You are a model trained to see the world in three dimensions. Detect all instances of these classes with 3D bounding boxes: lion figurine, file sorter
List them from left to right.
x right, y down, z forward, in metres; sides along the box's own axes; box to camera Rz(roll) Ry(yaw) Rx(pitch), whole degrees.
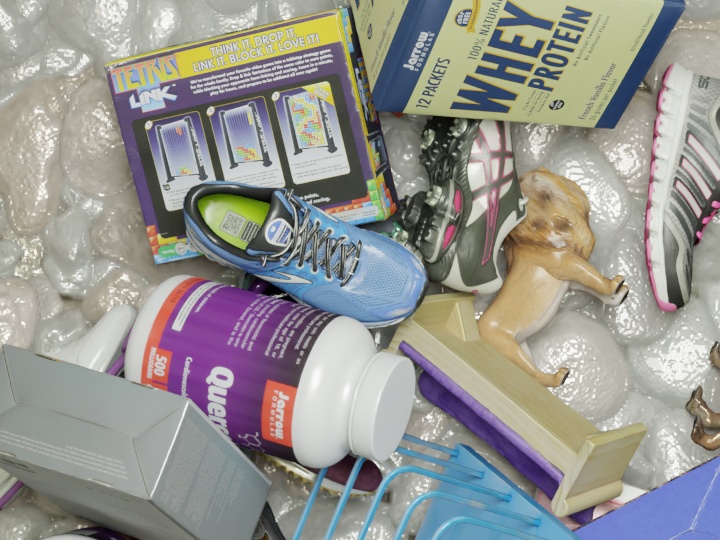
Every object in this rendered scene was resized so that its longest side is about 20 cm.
[{"bbox_3d":[0.048,0.212,1.243,0.122,0.200,0.139,19,97,-27],"label":"file sorter"},{"bbox_3d":[0.135,0.025,1.353,0.122,0.072,0.201,32,92,20],"label":"lion figurine"}]

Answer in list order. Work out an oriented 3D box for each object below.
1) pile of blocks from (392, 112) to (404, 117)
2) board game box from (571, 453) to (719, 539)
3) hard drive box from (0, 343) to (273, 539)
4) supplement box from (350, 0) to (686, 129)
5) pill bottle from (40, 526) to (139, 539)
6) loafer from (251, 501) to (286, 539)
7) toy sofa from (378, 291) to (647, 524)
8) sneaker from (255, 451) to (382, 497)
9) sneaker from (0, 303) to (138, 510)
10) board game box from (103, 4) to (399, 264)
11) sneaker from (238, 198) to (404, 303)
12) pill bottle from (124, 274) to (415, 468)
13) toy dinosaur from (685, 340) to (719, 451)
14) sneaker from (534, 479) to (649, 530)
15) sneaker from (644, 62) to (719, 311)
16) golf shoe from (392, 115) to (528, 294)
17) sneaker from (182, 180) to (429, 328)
[{"bbox_3d":[0.015,-0.154,1.368,0.199,0.082,0.063,-14,84,0],"label":"pile of blocks"},{"bbox_3d":[0.251,0.254,1.242,0.159,0.097,0.200,-29,128,13],"label":"board game box"},{"bbox_3d":[-0.172,0.140,1.239,0.155,0.200,0.077,15,71,19],"label":"hard drive box"},{"bbox_3d":[0.105,-0.229,1.279,0.199,0.135,0.201,3,51,-19],"label":"supplement box"},{"bbox_3d":[-0.212,0.252,1.273,0.111,0.200,0.112,0,85,2],"label":"pill bottle"},{"bbox_3d":[-0.097,0.211,1.338,0.073,0.072,0.200,-44,84,-2],"label":"loafer"},{"bbox_3d":[0.108,0.109,1.290,0.200,0.083,0.098,39,116,29],"label":"toy sofa"},{"bbox_3d":[-0.059,0.103,1.348,0.199,0.075,0.090,30,91,3],"label":"sneaker"},{"bbox_3d":[-0.260,0.094,1.353,0.100,0.075,0.200,42,87,4],"label":"sneaker"},{"bbox_3d":[-0.085,-0.105,1.334,0.199,0.057,0.166,-10,99,17],"label":"board game box"},{"bbox_3d":[0.000,0.000,1.344,0.199,0.088,0.075,-21,101,2],"label":"sneaker"},{"bbox_3d":[-0.066,0.077,1.249,0.199,0.112,0.113,14,84,21],"label":"pill bottle"},{"bbox_3d":[0.335,0.107,1.332,0.135,0.086,0.201,25,87,2],"label":"toy dinosaur"},{"bbox_3d":[0.223,0.224,1.329,0.199,0.075,0.105,18,85,8],"label":"sneaker"},{"bbox_3d":[0.273,-0.065,1.355,0.087,0.074,0.201,6,80,8],"label":"sneaker"},{"bbox_3d":[0.091,-0.078,1.335,0.088,0.077,0.201,27,71,-24],"label":"golf shoe"},{"bbox_3d":[-0.046,-0.013,1.259,0.199,0.089,0.079,19,85,9],"label":"sneaker"}]
